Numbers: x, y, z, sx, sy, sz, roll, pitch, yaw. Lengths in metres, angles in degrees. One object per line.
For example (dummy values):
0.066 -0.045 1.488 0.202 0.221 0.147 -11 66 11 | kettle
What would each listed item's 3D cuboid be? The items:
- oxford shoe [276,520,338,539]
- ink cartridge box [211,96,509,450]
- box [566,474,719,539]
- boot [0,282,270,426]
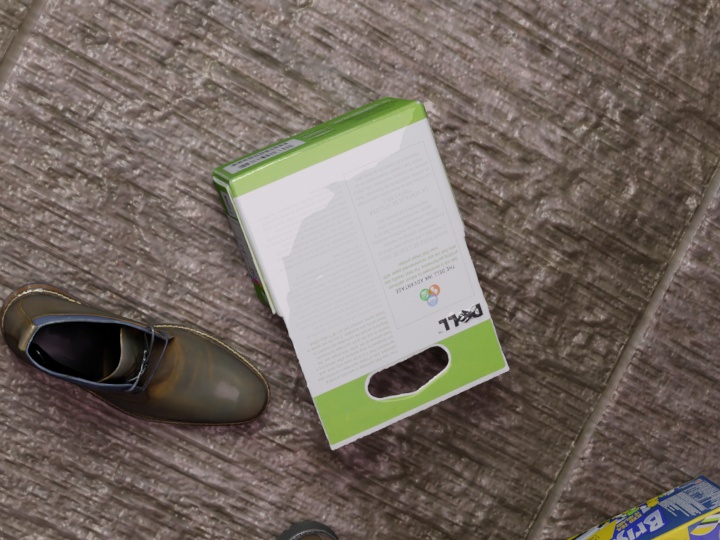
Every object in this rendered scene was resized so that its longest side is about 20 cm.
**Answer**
-0.064 0.284 1.045 0.072 0.084 0.202 19 94 -18 | oxford shoe
0.000 0.000 1.026 0.146 0.076 0.202 -23 104 -11 | ink cartridge box
0.199 0.234 1.117 0.198 0.064 0.071 -23 103 -10 | box
-0.147 0.070 0.985 0.198 0.097 0.076 19 93 -16 | boot
